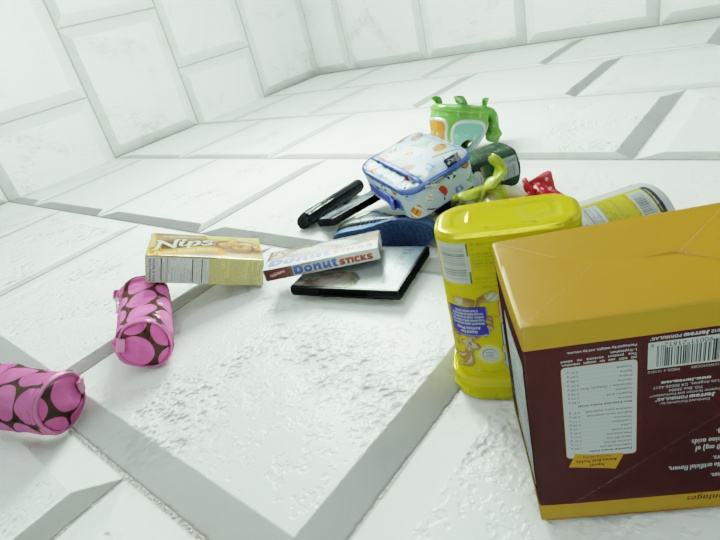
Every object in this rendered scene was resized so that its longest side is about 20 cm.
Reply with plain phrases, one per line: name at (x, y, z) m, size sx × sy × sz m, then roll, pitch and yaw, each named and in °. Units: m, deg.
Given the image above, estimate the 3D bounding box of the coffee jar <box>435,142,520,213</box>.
coffee jar at (0.211, -0.186, 1.048) m, size 0.198 × 0.086 × 0.104 m, roll -20°, pitch 28°, yaw -9°

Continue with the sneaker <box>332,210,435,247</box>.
sneaker at (0.047, -0.080, 0.953) m, size 0.198 × 0.071 × 0.078 m, roll -3°, pitch 36°, yaw 23°

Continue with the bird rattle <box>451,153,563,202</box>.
bird rattle at (0.248, -0.090, 0.832) m, size 0.113 × 0.199 × 0.164 m, roll -42°, pitch 42°, yaw 41°

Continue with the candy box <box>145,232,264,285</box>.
candy box at (-0.281, -0.021, 0.950) m, size 0.198 × 0.056 × 0.116 m, roll 2°, pitch 22°, yaw -17°

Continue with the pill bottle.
pill bottle at (0.305, -0.038, 0.700) m, size 0.198 × 0.112 × 0.111 m, roll -17°, pitch 27°, yaw -5°

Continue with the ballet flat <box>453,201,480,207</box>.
ballet flat at (0.186, -0.088, 0.897) m, size 0.071 × 0.073 × 0.201 m, roll -4°, pitch 29°, yaw 20°

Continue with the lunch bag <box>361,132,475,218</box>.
lunch bag at (0.099, -0.173, 0.937) m, size 0.159 × 0.076 × 0.200 m, roll -30°, pitch 35°, yaw -13°

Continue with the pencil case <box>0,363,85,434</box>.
pencil case at (-0.469, 0.170, 0.721) m, size 0.198 × 0.092 × 0.094 m, roll 2°, pitch 21°, yaw 25°

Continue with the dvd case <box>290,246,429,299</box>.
dvd case at (0.000, 0.000, 0.867) m, size 0.198 × 0.018 × 0.143 m, roll 1°, pitch 31°, yaw 28°

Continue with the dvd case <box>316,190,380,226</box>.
dvd case at (0.011, -0.144, 1.070) m, size 0.199 × 0.018 × 0.143 m, roll -30°, pitch 12°, yaw -12°

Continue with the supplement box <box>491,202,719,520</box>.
supplement box at (0.227, 0.077, 0.429) m, size 0.195 × 0.201 × 0.133 m, roll -10°, pitch 28°, yaw 10°

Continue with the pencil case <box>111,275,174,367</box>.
pencil case at (-0.354, 0.079, 0.846) m, size 0.093 × 0.091 × 0.200 m, roll 13°, pitch 14°, yaw -27°

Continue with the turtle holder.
turtle holder at (0.255, -0.363, 1.301) m, size 0.140 × 0.133 × 0.185 m, roll 15°, pitch 20°, yaw 39°

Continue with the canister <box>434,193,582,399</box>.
canister at (0.162, 0.031, 0.548) m, size 0.147 × 0.201 × 0.087 m, roll -5°, pitch 29°, yaw 18°

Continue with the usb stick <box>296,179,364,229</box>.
usb stick at (-0.065, -0.150, 1.171) m, size 0.200 × 0.033 × 0.055 m, roll -39°, pitch 1°, yaw -38°

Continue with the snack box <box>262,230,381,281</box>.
snack box at (-0.063, -0.025, 0.881) m, size 0.198 × 0.024 × 0.072 m, roll -11°, pitch 27°, yaw 10°
